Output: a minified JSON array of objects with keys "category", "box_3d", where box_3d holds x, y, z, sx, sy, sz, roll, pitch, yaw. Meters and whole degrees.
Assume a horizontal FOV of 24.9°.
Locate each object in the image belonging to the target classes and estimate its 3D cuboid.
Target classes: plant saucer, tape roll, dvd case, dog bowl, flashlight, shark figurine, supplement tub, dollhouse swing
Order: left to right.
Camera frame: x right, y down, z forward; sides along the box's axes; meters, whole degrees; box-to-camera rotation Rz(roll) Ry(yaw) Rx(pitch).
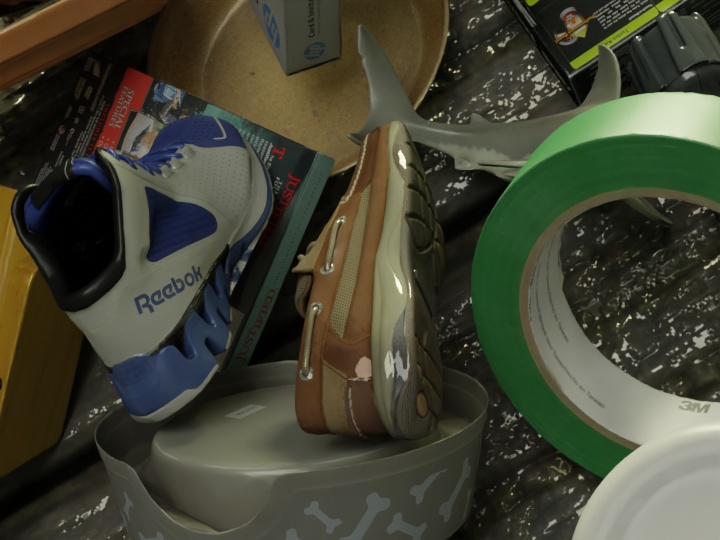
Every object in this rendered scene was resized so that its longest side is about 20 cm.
[{"category":"dollhouse swing","box_3d":[-0.290,0.028,0.934,0.198,0.175,0.184,15,93,26]},{"category":"plant saucer","box_3d":[-0.198,-0.138,0.999,0.198,0.200,0.033,-26,101,8]},{"category":"dvd case","box_3d":[-0.120,-0.034,0.968,0.199,0.022,0.147,25,93,35]},{"category":"dog bowl","box_3d":[-0.032,0.097,0.818,0.197,0.200,0.060,-1,102,20]},{"category":"plant saucer","box_3d":[-0.035,-0.133,1.002,0.198,0.035,0.203,-8,64,18]},{"category":"shark figurine","box_3d":[0.099,-0.086,0.892,0.213,0.127,0.091,14,85,44]},{"category":"tape roll","box_3d":[0.152,0.017,0.776,0.198,0.203,0.048,10,34,24]},{"category":"flashlight","box_3d":[0.200,-0.046,0.852,0.068,0.067,0.202,-43,58,38]},{"category":"supplement tub","box_3d":[0.169,0.155,0.700,0.130,0.200,0.134,-8,65,17]}]

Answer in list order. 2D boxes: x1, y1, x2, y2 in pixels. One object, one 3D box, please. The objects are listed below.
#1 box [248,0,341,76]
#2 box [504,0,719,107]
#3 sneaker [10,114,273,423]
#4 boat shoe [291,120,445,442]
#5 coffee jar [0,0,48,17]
[{"category":"box","box_3d":[-0.056,-0.235,0.921,0.041,0.201,0.157,-19,59,-12]},{"category":"box","box_3d":[0.163,-0.223,0.963,0.199,0.048,0.194,-33,61,4]},{"category":"sneaker","box_3d":[-0.112,-0.032,0.841,0.080,0.115,0.201,-23,35,24]},{"category":"boat shoe","box_3d":[0.000,0.000,0.798,0.071,0.076,0.201,-11,39,14]},{"category":"coffee jar","box_3d":[-0.251,-0.208,1.069,0.198,0.104,0.086,-14,93,18]}]
